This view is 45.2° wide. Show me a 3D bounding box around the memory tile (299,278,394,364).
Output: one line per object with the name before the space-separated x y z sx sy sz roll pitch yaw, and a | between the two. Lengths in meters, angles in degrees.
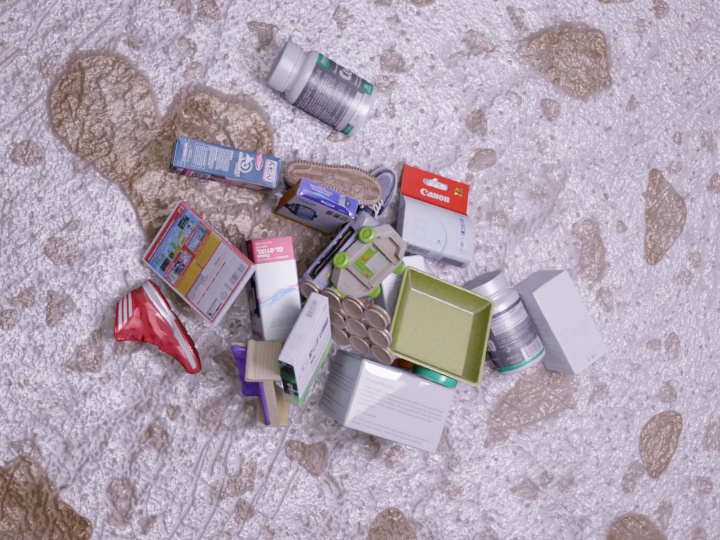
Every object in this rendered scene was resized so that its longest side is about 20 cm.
memory tile | -0.025 0.094 1.607 0.017 0.199 0.154 -48 145 -32

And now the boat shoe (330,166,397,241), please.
boat shoe | 0.021 -0.127 1.745 0.074 0.093 0.201 34 81 -14

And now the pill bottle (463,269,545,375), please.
pill bottle | 0.298 0.108 1.816 0.113 0.113 0.201 -29 97 -15

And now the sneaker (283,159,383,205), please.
sneaker | -0.058 -0.168 1.709 0.198 0.108 0.071 13 82 -10

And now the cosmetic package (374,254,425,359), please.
cosmetic package | 0.087 0.073 1.774 0.101 0.071 0.202 -9 92 -17

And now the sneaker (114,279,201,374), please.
sneaker | -0.392 0.129 1.639 0.115 0.078 0.201 -31 86 -6

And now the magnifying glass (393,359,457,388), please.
magnifying glass | 0.122 0.200 1.716 0.079 0.200 0.023 23 88 -28

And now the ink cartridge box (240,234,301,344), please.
ink cartridge box | -0.169 0.038 1.659 0.082 0.146 0.202 -7 91 -16

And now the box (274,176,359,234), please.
box | -0.083 -0.124 1.658 0.118 0.200 0.042 22 74 -15

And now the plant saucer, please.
plant saucer | 0.152 0.116 1.696 0.199 0.048 0.201 22 57 -8

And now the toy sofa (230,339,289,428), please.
toy sofa | -0.188 0.216 1.621 0.097 0.201 0.083 -1 54 -1

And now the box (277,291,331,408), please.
box | -0.099 0.148 1.575 0.036 0.201 0.145 20 61 13

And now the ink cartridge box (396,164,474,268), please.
ink cartridge box | 0.158 -0.119 1.777 0.159 0.047 0.202 16 65 -17

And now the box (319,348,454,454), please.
box | 0.047 0.253 1.695 0.198 0.200 0.132 20 86 -15

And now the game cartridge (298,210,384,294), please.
game cartridge | -0.024 -0.016 1.683 0.200 0.042 0.133 -49 141 9

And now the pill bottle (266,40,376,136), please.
pill bottle | -0.077 -0.359 1.700 0.199 0.113 0.114 27 82 -16

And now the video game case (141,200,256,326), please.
video game case | -0.304 -0.014 1.614 0.200 0.017 0.143 41 106 14

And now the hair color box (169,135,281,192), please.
hair color box | -0.260 -0.201 1.658 0.198 0.100 0.061 10 87 -16

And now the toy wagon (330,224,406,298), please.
toy wagon | 0.000 0.000 1.658 0.200 0.040 0.155 -44 144 2

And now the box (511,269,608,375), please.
box | 0.419 0.108 1.847 0.097 0.124 0.201 -32 99 -15
